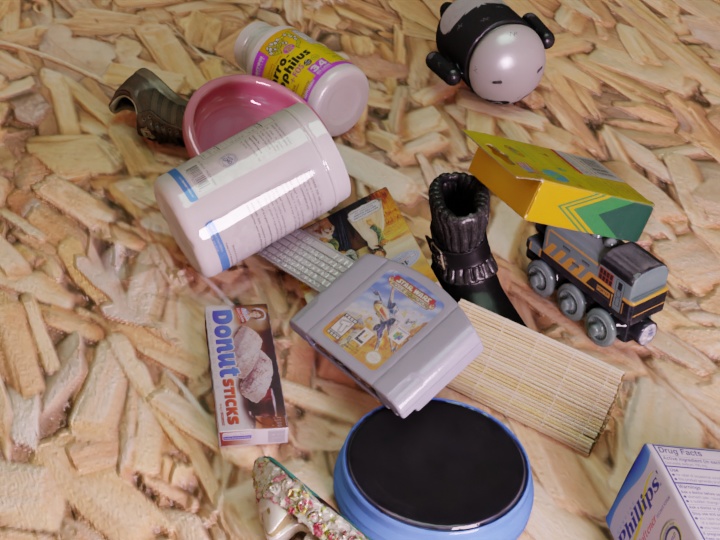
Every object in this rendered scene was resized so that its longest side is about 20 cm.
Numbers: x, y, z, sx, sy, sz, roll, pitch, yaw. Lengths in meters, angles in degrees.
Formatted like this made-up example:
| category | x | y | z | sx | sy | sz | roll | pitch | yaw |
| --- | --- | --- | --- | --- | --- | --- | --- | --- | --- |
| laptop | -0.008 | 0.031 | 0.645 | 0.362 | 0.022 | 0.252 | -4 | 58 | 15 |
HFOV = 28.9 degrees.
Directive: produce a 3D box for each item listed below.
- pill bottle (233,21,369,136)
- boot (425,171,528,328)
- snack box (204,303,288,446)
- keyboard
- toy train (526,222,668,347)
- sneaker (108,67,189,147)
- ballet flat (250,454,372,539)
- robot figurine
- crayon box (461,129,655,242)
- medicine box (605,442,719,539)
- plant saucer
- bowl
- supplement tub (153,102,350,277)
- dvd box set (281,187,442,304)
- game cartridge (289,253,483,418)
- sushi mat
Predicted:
| category | x | y | z | sx | sy | sz | roll | pitch | yaw |
| --- | --- | --- | --- | --- | --- | --- | --- | --- | --- |
| pill bottle | -0.087 | -0.271 | 1.921 | 0.104 | 0.105 | 0.200 | -25 | 46 | -34 |
| boot | 0.130 | 0.003 | 1.535 | 0.079 | 0.159 | 0.211 | -14 | 40 | -25 |
| snack box | -0.123 | 0.108 | 1.476 | 0.071 | 0.024 | 0.201 | -3 | 38 | -9 |
| keyboard | -0.077 | -0.023 | 1.620 | 0.056 | 0.011 | 0.200 | -43 | 42 | -16 |
| toy train | 0.267 | 0.001 | 1.594 | 0.085 | 0.115 | 0.200 | -19 | 43 | -30 |
| sneaker | -0.251 | -0.190 | 1.842 | 0.076 | 0.071 | 0.200 | -44 | 57 | -14 |
| ballet flat | -0.047 | 0.240 | 1.273 | 0.064 | 0.076 | 0.200 | -38 | 49 | -24 |
| robot figurine | 0.185 | -0.322 | 2.013 | 0.124 | 0.151 | 0.200 | 26 | 19 | -40 |
| crayon box | 0.208 | -0.094 | 1.534 | 0.199 | 0.051 | 0.127 | 10 | 24 | -32 |
| medicine box | 0.345 | 0.260 | 1.236 | 0.181 | 0.103 | 0.200 | 8 | 33 | -20 |
| plant saucer | -0.132 | -0.155 | 1.756 | 0.199 | 0.051 | 0.202 | 14 | 52 | -18 |
| bowl | 0.073 | 0.200 | 1.366 | 0.199 | 0.040 | 0.201 | 3 | 37 | -3 |
| supplement tub | -0.126 | -0.093 | 1.613 | 0.199 | 0.132 | 0.132 | -29 | 46 | -13 |
| dvd box set | 0.000 | 0.000 | 1.586 | 0.146 | 0.029 | 0.200 | -27 | 41 | 1 |
| game cartridge | 0.029 | 0.059 | 1.460 | 0.133 | 0.042 | 0.200 | -44 | 45 | -12 |
| sushi mat | 0.172 | 0.110 | 1.461 | 0.199 | 0.096 | 0.012 | 24 | 6 | 24 |
